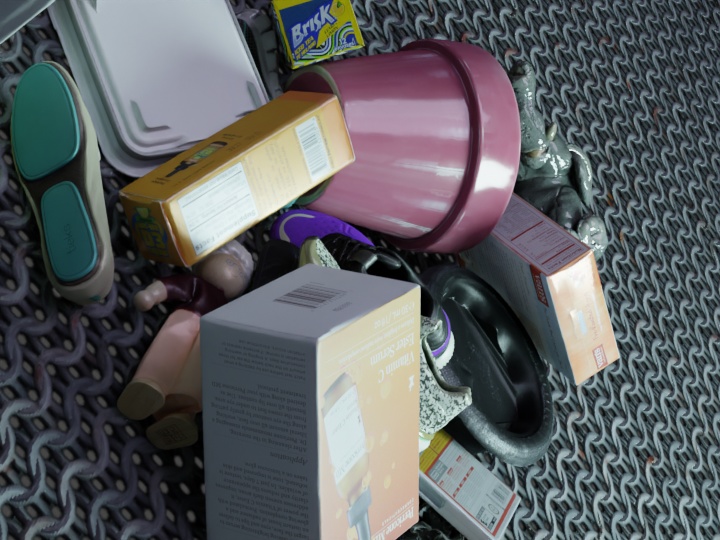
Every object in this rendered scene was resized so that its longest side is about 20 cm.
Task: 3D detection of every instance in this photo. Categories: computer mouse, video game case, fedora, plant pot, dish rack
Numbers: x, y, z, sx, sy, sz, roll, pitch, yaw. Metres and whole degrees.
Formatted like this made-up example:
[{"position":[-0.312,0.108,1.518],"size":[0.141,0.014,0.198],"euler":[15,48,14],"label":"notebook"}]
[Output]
[{"position":[-0.062,0.049,1.397],"size":[0.201,0.052,0.140],"euler":[-80,166,-54],"label":"computer mouse"},{"position":[0.048,0.151,1.445],"size":[0.200,0.017,0.143],"euler":[42,14,5],"label":"video game case"},{"position":[0.091,0.099,1.566],"size":[0.200,0.091,0.202],"euler":[33,41,-34],"label":"fedora"},{"position":[0.021,-0.119,1.578],"size":[0.177,0.200,0.202],"euler":[2,61,-34],"label":"plant pot"},{"position":[-0.164,-0.186,1.449],"size":[0.170,0.043,0.202],"euler":[-13,75,-35],"label":"dish rack"}]

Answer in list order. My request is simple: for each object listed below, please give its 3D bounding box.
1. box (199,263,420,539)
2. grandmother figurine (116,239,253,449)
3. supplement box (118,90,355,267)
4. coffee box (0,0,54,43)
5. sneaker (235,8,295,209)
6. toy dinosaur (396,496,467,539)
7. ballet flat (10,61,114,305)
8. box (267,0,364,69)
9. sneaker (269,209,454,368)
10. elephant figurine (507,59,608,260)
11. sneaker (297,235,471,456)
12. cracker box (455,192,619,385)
[{"position":[-0.035,0.116,1.283],"size":[0.152,0.105,0.202],"euler":[-28,122,-55],"label":"box"},{"position":[-0.128,0.050,1.346],"size":[0.122,0.060,0.201],"euler":[57,32,-31],"label":"grandmother figurine"},{"position":[-0.099,-0.078,1.400],"size":[0.199,0.066,0.069],"euler":[-32,118,-33],"label":"supplement box"},{"position":[-0.304,-0.268,1.233],"size":[0.200,0.199,0.198],"euler":[48,34,-16],"label":"coffee box"},{"position":[-0.110,-0.144,1.529],"size":[0.090,0.078,0.202],"euler":[-3,63,-36],"label":"sneaker"},{"position":[0.052,0.235,1.434],"size":[0.199,0.102,0.136],"euler":[37,20,-1],"label":"toy dinosaur"},{"position":[-0.226,-0.064,1.312],"size":[0.069,0.069,0.202],"euler":[15,55,-47],"label":"ballet flat"},{"position":[-0.045,-0.228,1.572],"size":[0.200,0.069,0.065],"euler":[-120,-167,-82],"label":"box"},{"position":[0.001,0.000,1.460],"size":[0.199,0.070,0.100],"euler":[37,-13,19],"label":"sneaker"},{"position":[0.197,-0.095,1.816],"size":[0.140,0.155,0.202],"euler":[8,64,-24],"label":"elephant figurine"},{"position":[0.023,0.049,1.380],"size":[0.201,0.088,0.077],"euler":[57,16,-4],"label":"sneaker"},{"position":[0.160,0.003,1.629],"size":[0.200,0.057,0.135],"euler":[43,-22,51],"label":"cracker box"}]
